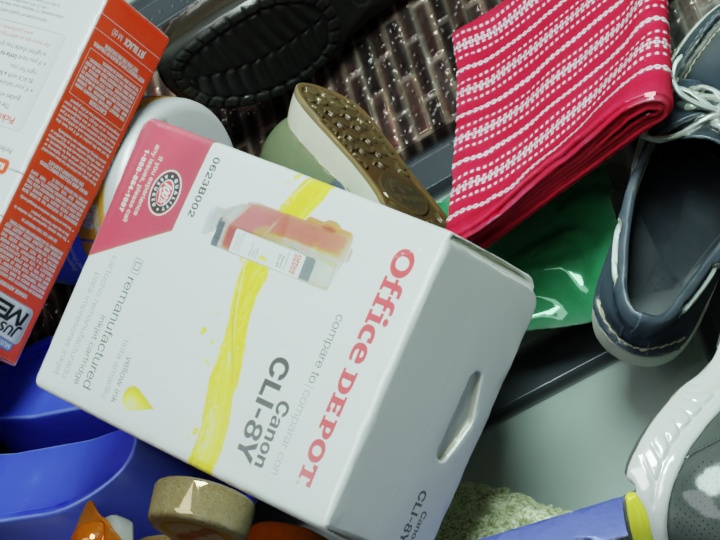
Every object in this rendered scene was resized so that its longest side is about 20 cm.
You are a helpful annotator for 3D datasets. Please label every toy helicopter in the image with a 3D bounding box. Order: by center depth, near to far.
[{"bbox_3d":[-0.082,0.133,1.028,0.131,0.200,0.079,15,67,4],"label":"toy helicopter"}]

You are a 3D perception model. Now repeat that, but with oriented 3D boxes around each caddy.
[{"bbox_3d":[-0.136,0.111,1.191,0.199,0.105,0.142,-12,44,39],"label":"caddy"}]

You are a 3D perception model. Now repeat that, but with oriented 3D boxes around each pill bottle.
[{"bbox_3d":[-0.178,-0.048,1.282,0.199,0.112,0.113,4,72,35],"label":"pill bottle"}]

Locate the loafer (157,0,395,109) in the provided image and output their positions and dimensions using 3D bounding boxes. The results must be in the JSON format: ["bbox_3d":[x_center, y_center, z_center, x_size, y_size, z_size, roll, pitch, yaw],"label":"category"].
[{"bbox_3d":[-0.033,-0.167,1.256,0.199,0.073,0.071,-32,46,-2],"label":"loafer"}]

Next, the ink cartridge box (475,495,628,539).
[{"bbox_3d":[0.125,0.181,0.942,0.198,0.041,0.201,-16,57,-7],"label":"ink cartridge box"}]

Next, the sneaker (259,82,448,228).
[{"bbox_3d":[0.000,0.000,1.113,0.090,0.067,0.201,-53,50,26],"label":"sneaker"}]

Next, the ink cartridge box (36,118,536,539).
[{"bbox_3d":[-0.037,0.029,1.020,0.199,0.083,0.146,22,87,37],"label":"ink cartridge box"}]

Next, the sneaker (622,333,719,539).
[{"bbox_3d":[0.198,0.060,0.980,0.084,0.075,0.200,21,58,31],"label":"sneaker"}]

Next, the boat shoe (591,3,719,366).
[{"bbox_3d":[0.164,-0.052,1.054,0.074,0.062,0.201,26,72,7],"label":"boat shoe"}]

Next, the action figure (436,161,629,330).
[{"bbox_3d":[0.051,0.001,1.139,0.199,0.055,0.119,-22,61,25],"label":"action figure"}]

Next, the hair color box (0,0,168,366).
[{"bbox_3d":[-0.199,-0.061,1.190,0.110,0.064,0.201,18,77,37],"label":"hair color box"}]

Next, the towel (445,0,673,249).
[{"bbox_3d":[0.098,-0.103,1.108,0.144,0.022,0.201,-36,28,29],"label":"towel"}]

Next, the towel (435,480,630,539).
[{"bbox_3d":[0.082,0.174,1.007,0.199,0.037,0.149,16,58,26],"label":"towel"}]
